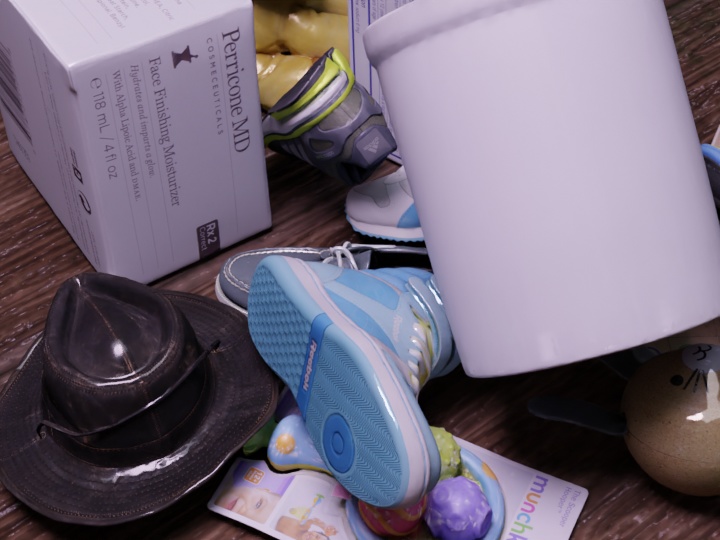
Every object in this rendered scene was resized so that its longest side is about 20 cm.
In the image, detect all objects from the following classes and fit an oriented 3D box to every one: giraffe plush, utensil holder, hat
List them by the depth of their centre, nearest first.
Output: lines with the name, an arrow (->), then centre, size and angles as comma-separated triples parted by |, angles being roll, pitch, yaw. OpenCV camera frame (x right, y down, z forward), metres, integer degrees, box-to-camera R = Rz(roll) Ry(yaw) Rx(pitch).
utensil holder -> 0.108, -0.058, 0.719 | 0.169, 0.170, 0.201 | -16, 90, -14
hat -> -0.150, 0.052, 0.776 | 0.199, 0.081, 0.201 | -10, 39, 8
giraffe plush -> -0.080, -0.228, 1.019 | 0.199, 0.163, 0.173 | 3, 45, 4

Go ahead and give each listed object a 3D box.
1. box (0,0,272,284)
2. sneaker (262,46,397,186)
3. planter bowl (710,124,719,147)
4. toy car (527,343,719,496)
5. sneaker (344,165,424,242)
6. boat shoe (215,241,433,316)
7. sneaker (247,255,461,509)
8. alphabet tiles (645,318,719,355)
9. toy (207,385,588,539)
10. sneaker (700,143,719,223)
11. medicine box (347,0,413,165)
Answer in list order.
box -> -0.169, -0.131, 0.900 | 0.130, 0.200, 0.200 | -26, 50, -22
sneaker -> -0.023, -0.095, 0.908 | 0.074, 0.200, 0.081 | -43, 96, -2
planter bowl -> 0.328, -0.057, 0.832 | 0.134, 0.201, 0.201 | 21, 44, -14
toy car -> 0.205, 0.071, 0.741 | 0.199, 0.159, 0.164 | 14, 34, 31
sneaker -> 0.072, -0.069, 0.877 | 0.199, 0.081, 0.076 | -8, 15, 35
boat shoe -> 0.000, 0.000, 0.863 | 0.199, 0.062, 0.073 | 5, 45, 6
sneaker -> 0.027, 0.055, 0.745 | 0.130, 0.080, 0.200 | 0, 34, -30
alphabet tiles -> 0.251, -0.003, 0.900 | 0.166, 0.008, 0.201 | -1, 45, 0
toy -> 0.022, 0.123, 0.751 | 0.199, 0.047, 0.115 | 18, 49, 19
sneaker -> 0.196, -0.025, 0.819 | 0.071, 0.199, 0.083 | 36, 73, -16
medicine box -> 0.096, -0.152, 0.927 | 0.199, 0.183, 0.103 | 27, 52, 25
